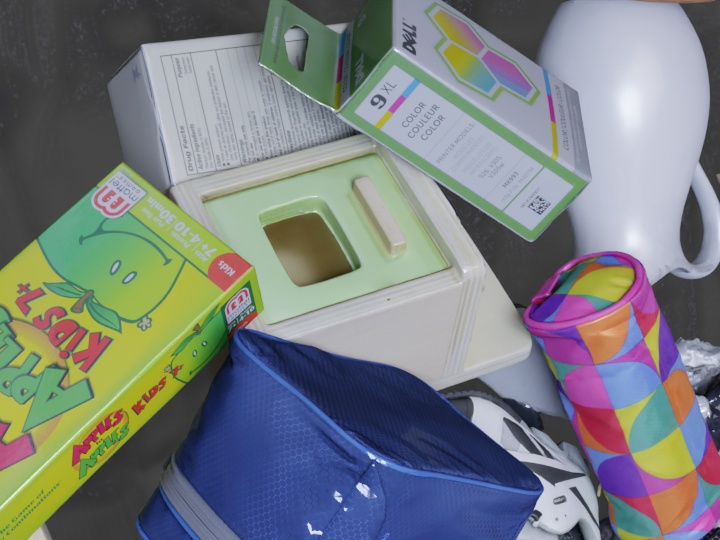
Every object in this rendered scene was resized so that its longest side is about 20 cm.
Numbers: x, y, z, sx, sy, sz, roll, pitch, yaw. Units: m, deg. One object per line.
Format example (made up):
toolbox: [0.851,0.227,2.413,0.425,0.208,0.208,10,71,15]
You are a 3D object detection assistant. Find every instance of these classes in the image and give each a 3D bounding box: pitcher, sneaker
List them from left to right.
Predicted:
sneaker: [0.087,0.138,0.939,0.199,0.074,0.089,24,37,-37]
pitcher: [0.198,-0.087,1.061,0.171,0.121,0.201,-6,94,-45]

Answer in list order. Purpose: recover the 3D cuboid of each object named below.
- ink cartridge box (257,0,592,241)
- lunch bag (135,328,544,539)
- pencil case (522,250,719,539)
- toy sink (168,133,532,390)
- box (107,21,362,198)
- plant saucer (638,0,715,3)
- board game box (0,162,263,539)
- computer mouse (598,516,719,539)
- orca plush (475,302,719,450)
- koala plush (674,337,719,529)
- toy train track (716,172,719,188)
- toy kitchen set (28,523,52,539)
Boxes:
ink cartridge box: [0.041,-0.112,0.896,0.199,0.059,0.104,31,31,-18]
lunch bag: [-0.009,0.128,0.794,0.200,0.136,0.133,20,104,-50]
pencil case: [0.166,0.087,0.950,0.088,0.088,0.201,-37,120,-26]
toy sink: [0.000,0.000,0.901,0.199,0.112,0.131,-16,54,-20]
box: [-0.049,-0.099,0.954,0.199,0.078,0.096,-9,85,-27]
plant saucer: [0.177,-0.213,1.031,0.199,0.200,0.033,-7,114,-26]
board game box: [-0.155,0.047,0.774,0.101,0.048,0.200,37,68,21]
computer mouse: [0.183,0.236,0.989,0.140,0.046,0.200,29,70,26]
orca plush: [0.157,0.054,1.023,0.199,0.106,0.071,7,34,6]
koala plush: [0.306,0.102,1.064,0.199,0.184,0.178,-23,96,-6]
toy train track: [0.344,-0.066,1.167,0.199,0.032,0.115,-5,76,-32]
toy kitchen set: [-0.127,0.131,0.827,0.199,0.163,0.181,24,71,-20]
